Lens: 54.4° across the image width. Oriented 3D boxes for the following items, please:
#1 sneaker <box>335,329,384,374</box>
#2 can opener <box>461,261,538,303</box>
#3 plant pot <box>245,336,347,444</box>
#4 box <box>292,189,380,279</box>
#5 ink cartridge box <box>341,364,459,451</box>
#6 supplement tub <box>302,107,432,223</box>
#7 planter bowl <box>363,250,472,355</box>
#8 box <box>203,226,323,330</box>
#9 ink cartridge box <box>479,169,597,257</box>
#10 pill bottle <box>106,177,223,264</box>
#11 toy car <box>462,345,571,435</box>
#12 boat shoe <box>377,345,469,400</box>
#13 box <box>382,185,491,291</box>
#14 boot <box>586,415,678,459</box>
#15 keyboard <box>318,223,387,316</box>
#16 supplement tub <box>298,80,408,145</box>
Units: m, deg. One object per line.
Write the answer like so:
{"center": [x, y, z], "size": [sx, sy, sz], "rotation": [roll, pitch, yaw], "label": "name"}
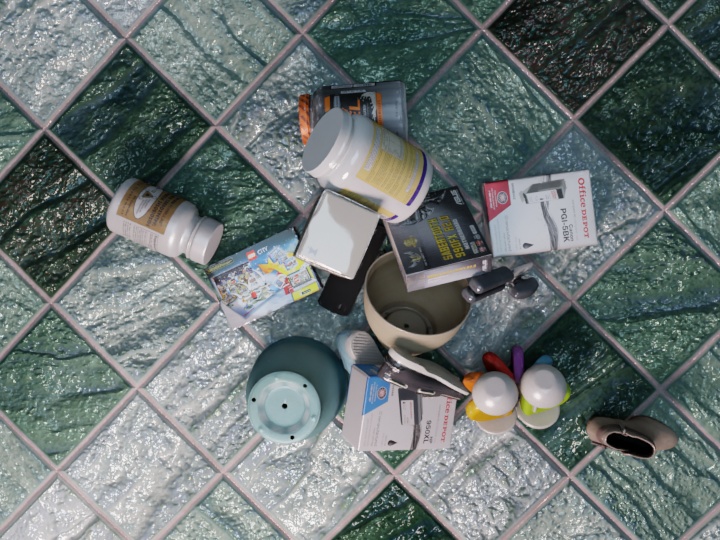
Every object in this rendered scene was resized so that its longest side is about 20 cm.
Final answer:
{"center": [0.012, 0.197, 1.393], "size": [0.074, 0.082, 0.200], "rotation": [-32, 112, -27], "label": "sneaker"}
{"center": [0.270, 0.029, 1.305], "size": [0.067, 0.200, 0.053], "rotation": [50, 130, 20], "label": "can opener"}
{"center": [-0.130, 0.239, 1.335], "size": [0.200, 0.188, 0.201], "rotation": [0, 94, 3], "label": "plant pot"}
{"center": [-0.049, -0.062, 1.279], "size": [0.109, 0.200, 0.128], "rotation": [24, 89, -7], "label": "box"}
{"center": [0.078, 0.260, 1.337], "size": [0.200, 0.084, 0.145], "rotation": [5, 96, -25], "label": "ink cartridge box"}
{"center": [0.012, -0.186, 1.243], "size": [0.200, 0.145, 0.146], "rotation": [26, 96, -29], "label": "supplement tub"}
{"center": [0.096, 0.078, 1.318], "size": [0.200, 0.200, 0.135], "rotation": [15, 138, 2], "label": "planter bowl"}
{"center": [-0.193, 0.015, 1.398], "size": [0.200, 0.038, 0.137], "rotation": [-24, 92, 5], "label": "box"}
{"center": [0.338, -0.108, 1.337], "size": [0.200, 0.083, 0.147], "rotation": [-8, 93, 4], "label": "ink cartridge box"}
{"center": [-0.376, -0.091, 1.363], "size": [0.200, 0.114, 0.115], "rotation": [24, 95, 1], "label": "pill bottle"}
{"center": [0.294, 0.218, 1.341], "size": [0.200, 0.175, 0.150], "rotation": [-10, 57, 4], "label": "toy car"}
{"center": [0.114, 0.198, 1.263], "size": [0.200, 0.074, 0.060], "rotation": [28, 101, -37], "label": "boat shoe"}
{"center": [0.136, -0.063, 1.299], "size": [0.158, 0.200, 0.048], "rotation": [-13, 137, -3], "label": "box"}
{"center": [0.524, 0.320, 1.324], "size": [0.200, 0.146, 0.070], "rotation": [9, 92, 2], "label": "boot"}
{"center": [0.000, 0.000, 1.396], "size": [0.104, 0.040, 0.200], "rotation": [28, 96, 23], "label": "keyboard"}
{"center": [-0.012, -0.291, 1.325], "size": [0.200, 0.123, 0.123], "rotation": [-4, 94, 4], "label": "supplement tub"}
